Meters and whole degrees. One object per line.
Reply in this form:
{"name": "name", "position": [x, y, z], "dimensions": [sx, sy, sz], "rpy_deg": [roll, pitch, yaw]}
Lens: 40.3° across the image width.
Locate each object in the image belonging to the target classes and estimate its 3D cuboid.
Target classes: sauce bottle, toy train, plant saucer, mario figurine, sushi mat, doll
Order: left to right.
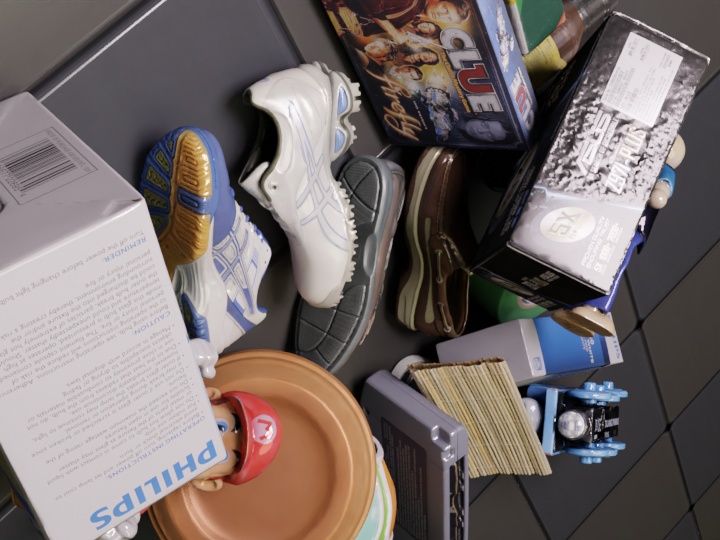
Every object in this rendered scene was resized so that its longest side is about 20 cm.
{"name": "mario figurine", "position": [-0.156, 0.125, 0.725], "dimensions": [0.198, 0.106, 0.124], "rpy_deg": [-3, 123, -10]}
{"name": "plant saucer", "position": [-0.084, 0.167, 0.815], "dimensions": [0.201, 0.200, 0.037], "rpy_deg": [-49, 180, -6]}
{"name": "sushi mat", "position": [0.120, 0.149, 0.961], "dimensions": [0.201, 0.095, 0.012], "rpy_deg": [62, 28, -42]}
{"name": "sauce bottle", "position": [0.152, -0.196, 0.881], "dimensions": [0.200, 0.065, 0.065], "rpy_deg": [-39, 134, -15]}
{"name": "toy train", "position": [0.227, 0.164, 1.082], "dimensions": [0.200, 0.113, 0.088], "rpy_deg": [12, 80, -65]}
{"name": "doll", "position": [0.231, -0.040, 0.871], "dimensions": [0.048, 0.136, 0.201], "rpy_deg": [29, 79, -8]}

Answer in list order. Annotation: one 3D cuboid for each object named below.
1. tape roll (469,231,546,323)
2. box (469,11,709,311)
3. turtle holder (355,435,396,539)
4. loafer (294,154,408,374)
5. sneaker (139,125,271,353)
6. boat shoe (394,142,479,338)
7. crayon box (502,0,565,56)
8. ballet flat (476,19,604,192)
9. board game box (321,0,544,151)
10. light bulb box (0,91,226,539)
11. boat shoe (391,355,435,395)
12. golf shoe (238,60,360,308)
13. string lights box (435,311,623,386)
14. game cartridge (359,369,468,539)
{"name": "tape roll", "position": [0.193, -0.034, 0.977], "dimensions": [0.200, 0.048, 0.201], "rpy_deg": [-35, 152, -22]}
{"name": "box", "position": [0.178, -0.080, 0.797], "dimensions": [0.164, 0.086, 0.201], "rpy_deg": [119, -4, -83]}
{"name": "turtle holder", "position": [-0.054, 0.203, 0.900], "dimensions": [0.133, 0.184, 0.141], "rpy_deg": [-70, 168, 15]}
{"name": "loafer", "position": [0.000, 0.000, 0.864], "dimensions": [0.063, 0.071, 0.202], "rpy_deg": [-1, 111, -54]}
{"name": "sneaker", "position": [-0.113, -0.027, 0.756], "dimensions": [0.088, 0.075, 0.201], "rpy_deg": [-28, 139, -36]}
{"name": "boat shoe", "position": [0.084, -0.025, 0.896], "dimensions": [0.075, 0.074, 0.204], "rpy_deg": [-42, 147, -42]}
{"name": "crayon box", "position": [0.074, -0.268, 0.727], "dimensions": [0.051, 0.127, 0.201], "rpy_deg": [-41, 135, -16]}
{"name": "ballet flat", "position": [0.193, -0.153, 0.940], "dimensions": [0.068, 0.068, 0.201], "rpy_deg": [35, 89, -46]}
{"name": "board game box", "position": [0.051, -0.176, 0.754], "dimensions": [0.035, 0.134, 0.201], "rpy_deg": [-61, 140, -28]}
{"name": "light bulb box", "position": [-0.199, 0.028, 0.612], "dimensions": [0.124, 0.198, 0.201], "rpy_deg": [-28, 131, -23]}
{"name": "boat shoe", "position": [0.111, 0.142, 1.044], "dimensions": [0.199, 0.060, 0.076], "rpy_deg": [13, 105, -44]}
{"name": "golf shoe", "position": [-0.056, -0.061, 0.778], "dimensions": [0.097, 0.078, 0.202], "rpy_deg": [-14, 113, -32]}
{"name": "string lights box", "position": [0.178, 0.086, 1.012], "dimensions": [0.199, 0.102, 0.060], "rpy_deg": [0, 74, -51]}
{"name": "game cartridge", "position": [0.050, 0.199, 0.973], "dimensions": [0.041, 0.133, 0.202], "rpy_deg": [-29, 132, -34]}
